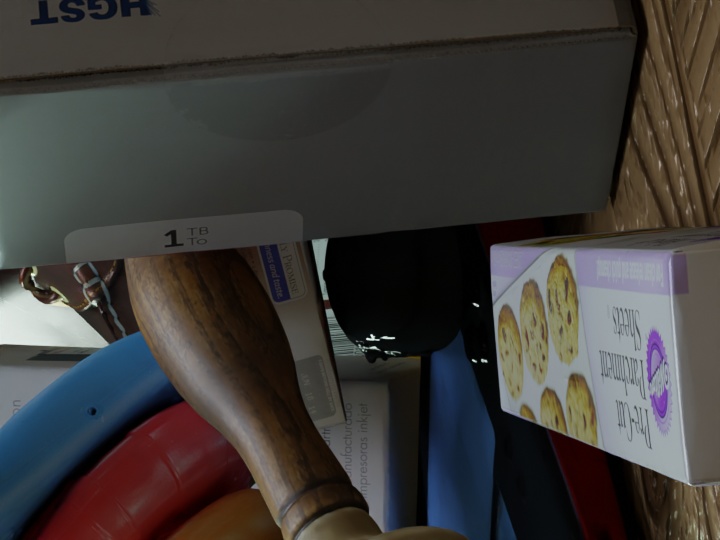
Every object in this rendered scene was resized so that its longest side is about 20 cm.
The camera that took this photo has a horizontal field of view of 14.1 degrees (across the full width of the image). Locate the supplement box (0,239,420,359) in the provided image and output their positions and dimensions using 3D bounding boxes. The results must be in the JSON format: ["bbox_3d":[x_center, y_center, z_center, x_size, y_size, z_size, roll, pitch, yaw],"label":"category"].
[{"bbox_3d":[-0.077,-0.029,1.068,0.198,0.199,0.133,95,169,-59],"label":"supplement box"}]

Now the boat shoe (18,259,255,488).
[{"bbox_3d":[-0.078,-0.023,0.877,0.070,0.070,0.201,-110,2,-86],"label":"boat shoe"}]

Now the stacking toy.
[{"bbox_3d":[-0.021,0.121,0.788,0.200,0.116,0.110,39,142,13],"label":"stacking toy"}]

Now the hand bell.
[{"bbox_3d":[-0.013,0.054,0.687,0.200,0.104,0.104,56,158,35],"label":"hand bell"}]

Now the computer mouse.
[{"bbox_3d":[0.000,0.000,0.863,0.200,0.034,0.059,146,117,-83],"label":"computer mouse"}]

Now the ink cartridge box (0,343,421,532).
[{"bbox_3d":[-0.078,0.086,0.962,0.067,0.199,0.118,-16,-73,-74],"label":"ink cartridge box"}]

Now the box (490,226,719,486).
[{"bbox_3d":[0.058,0.012,0.562,0.200,0.038,0.042,-166,70,-84],"label":"box"}]

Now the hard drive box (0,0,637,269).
[{"bbox_3d":[-0.026,-0.110,0.726,0.077,0.155,0.201,93,170,-58],"label":"hard drive box"}]

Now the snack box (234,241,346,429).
[{"bbox_3d":[-0.029,-0.022,0.840,0.200,0.024,0.072,-104,-1,-70],"label":"snack box"}]

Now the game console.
[{"bbox_3d":[0.043,0.086,0.823,0.177,0.031,0.201,-101,7,-46],"label":"game console"}]
